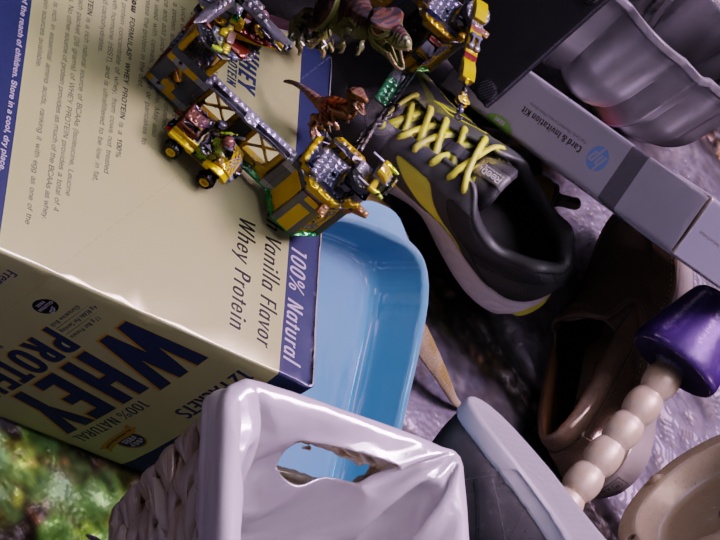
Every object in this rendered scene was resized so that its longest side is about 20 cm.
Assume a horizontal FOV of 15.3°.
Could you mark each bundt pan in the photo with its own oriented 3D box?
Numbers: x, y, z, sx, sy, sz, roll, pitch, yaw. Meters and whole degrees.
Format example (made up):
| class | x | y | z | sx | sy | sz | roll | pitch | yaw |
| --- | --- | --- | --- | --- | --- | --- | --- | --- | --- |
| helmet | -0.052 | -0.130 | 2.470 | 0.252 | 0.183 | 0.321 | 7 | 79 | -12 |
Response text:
| class | x | y | z | sx | sy | sz | roll | pitch | yaw |
| --- | --- | --- | --- | --- | --- | --- | --- | --- | --- |
| bundt pan | 0.157 | -0.157 | 1.662 | 0.202 | 0.076 | 0.202 | 41 | 22 | -21 |

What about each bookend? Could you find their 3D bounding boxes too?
| class | x | y | z | sx | sy | sz | roll | pitch | yaw |
| --- | --- | --- | --- | --- | --- | --- | --- | --- | --- |
| bookend | 0.072 | -0.200 | 1.485 | 0.200 | 0.092 | 0.199 | 53 | 21 | 9 |

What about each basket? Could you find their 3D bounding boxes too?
| class | x | y | z | sx | sy | sz | roll | pitch | yaw |
| --- | --- | --- | --- | --- | --- | --- | --- | --- | --- |
| basket | -0.036 | 0.173 | 1.197 | 0.135 | 0.123 | 0.201 | 20 | 50 | -28 |

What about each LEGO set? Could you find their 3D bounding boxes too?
| class | x | y | z | sx | sy | sz | roll | pitch | yaw |
| --- | --- | --- | --- | --- | --- | --- | --- | --- | --- |
| LEGO set | -0.004 | -0.125 | 1.275 | 0.154 | 0.116 | 0.200 | 48 | 50 | -6 |

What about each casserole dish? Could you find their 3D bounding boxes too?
| class | x | y | z | sx | sy | sz | roll | pitch | yaw |
| --- | --- | --- | --- | --- | --- | --- | --- | --- | --- |
| casserole dish | -0.023 | 0.062 | 1.374 | 0.121 | 0.039 | 0.201 | 21 | 80 | -54 |

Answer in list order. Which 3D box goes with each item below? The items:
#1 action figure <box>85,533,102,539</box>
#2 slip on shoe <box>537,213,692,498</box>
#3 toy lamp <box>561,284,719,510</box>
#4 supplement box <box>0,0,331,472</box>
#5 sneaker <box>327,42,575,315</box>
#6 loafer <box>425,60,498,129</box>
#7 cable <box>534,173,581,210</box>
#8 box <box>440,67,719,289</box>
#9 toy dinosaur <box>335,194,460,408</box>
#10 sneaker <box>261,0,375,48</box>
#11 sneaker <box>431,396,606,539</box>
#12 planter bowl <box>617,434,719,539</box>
| class | x | y | z | sx | sy | sz | roll | pitch | yaw |
| --- | --- | --- | --- | --- | --- | --- | --- | --- | --- |
| action figure | -0.083 | 0.213 | 1.265 | 0.130 | 0.069 | 0.201 | -20 | 78 | -38 |
| slip on shoe | 0.143 | 0.036 | 1.577 | 0.061 | 0.076 | 0.201 | 37 | 54 | -31 |
| toy lamp | 0.144 | 0.093 | 1.485 | 0.058 | 0.058 | 0.200 | 42 | 75 | -18 |
| supplement box | -0.135 | -0.038 | 1.305 | 0.199 | 0.134 | 0.201 | 25 | 53 | -32 |
| sneaker | 0.052 | -0.064 | 1.497 | 0.200 | 0.085 | 0.075 | 45 | 68 | -8 |
| loafer | 0.035 | -0.157 | 1.567 | 0.200 | 0.072 | 0.073 | 37 | 22 | -25 |
| cable | 0.039 | -0.046 | 1.562 | 0.199 | 0.050 | 0.097 | 28 | 67 | -14 |
| box | 0.156 | -0.048 | 1.520 | 0.200 | 0.041 | 0.156 | 41 | 6 | 38 |
| toy dinosaur | 0.000 | 0.000 | 1.470 | 0.200 | 0.058 | 0.101 | 57 | 41 | -2 |
| sneaker | -0.064 | -0.196 | 1.406 | 0.075 | 0.200 | 0.116 | -16 | 124 | -42 |
| sneaker | 0.083 | 0.171 | 1.400 | 0.200 | 0.099 | 0.071 | 53 | 15 | 28 |
| planter bowl | 0.223 | 0.169 | 1.464 | 0.135 | 0.200 | 0.200 | 58 | 41 | -18 |
